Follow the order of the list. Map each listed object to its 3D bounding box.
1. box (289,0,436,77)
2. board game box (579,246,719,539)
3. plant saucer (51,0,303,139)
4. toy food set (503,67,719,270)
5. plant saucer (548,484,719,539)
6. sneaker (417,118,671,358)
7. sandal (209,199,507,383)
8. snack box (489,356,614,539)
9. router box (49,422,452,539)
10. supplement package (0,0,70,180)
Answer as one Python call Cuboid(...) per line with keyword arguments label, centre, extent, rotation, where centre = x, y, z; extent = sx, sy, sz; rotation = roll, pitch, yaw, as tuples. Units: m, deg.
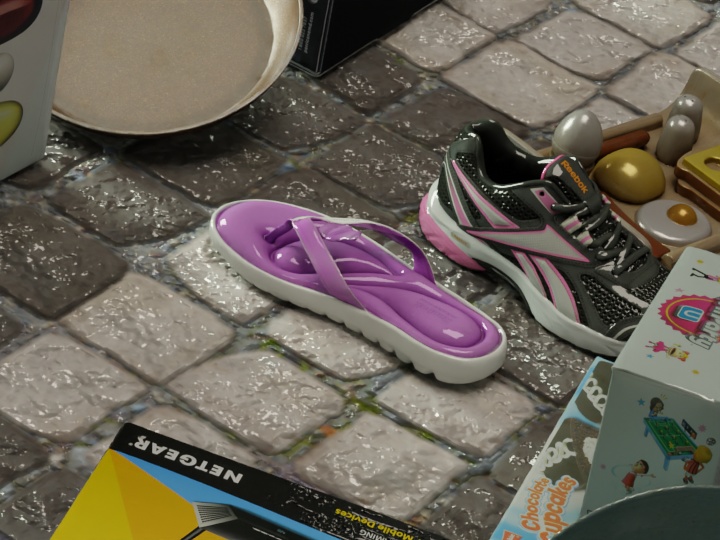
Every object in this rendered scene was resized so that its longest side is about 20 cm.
Cuboid(label="box", centre=(-0.047, -0.254, 1.924), extent=(0.196, 0.125, 0.200), rotation=(26, 36, 21))
Cuboid(label="board game box", centre=(0.154, 0.111, 1.387), extent=(0.064, 0.201, 0.148), rotation=(18, 29, 14))
Cuboid(label="plant saucer", centre=(-0.136, -0.155, 1.786), extent=(0.199, 0.032, 0.201), rotation=(0, 52, -1))
Cuboid(label="toy food set", centre=(0.201, -0.071, 1.800), extent=(0.199, 0.061, 0.143), rotation=(-19, 46, -38))
Cuboid(label="plant saucer", centre=(0.133, 0.181, 1.304), extent=(0.200, 0.202, 0.039), rotation=(1, 24, -18))
Cuboid(label="sneaker", centre=(0.123, -0.022, 1.680), extent=(0.199, 0.087, 0.080), rotation=(28, 39, 20))
Cuboid(label="sandal", centre=(0.004, -0.003, 1.645), extent=(0.202, 0.050, 0.082), rotation=(28, 37, 21))
Cuboid(label="snack box", centre=(0.093, 0.143, 1.408), extent=(0.037, 0.117, 0.200), rotation=(21, 35, 12))
Cuboid(label="router box", centre=(-0.055, 0.166, 1.381), extent=(0.199, 0.051, 0.149), rotation=(19, 36, 7))
Cuboid(label="supplement package", centre=(-0.285, -0.139, 1.614), extent=(0.147, 0.192, 0.200), rotation=(30, 38, 22))
